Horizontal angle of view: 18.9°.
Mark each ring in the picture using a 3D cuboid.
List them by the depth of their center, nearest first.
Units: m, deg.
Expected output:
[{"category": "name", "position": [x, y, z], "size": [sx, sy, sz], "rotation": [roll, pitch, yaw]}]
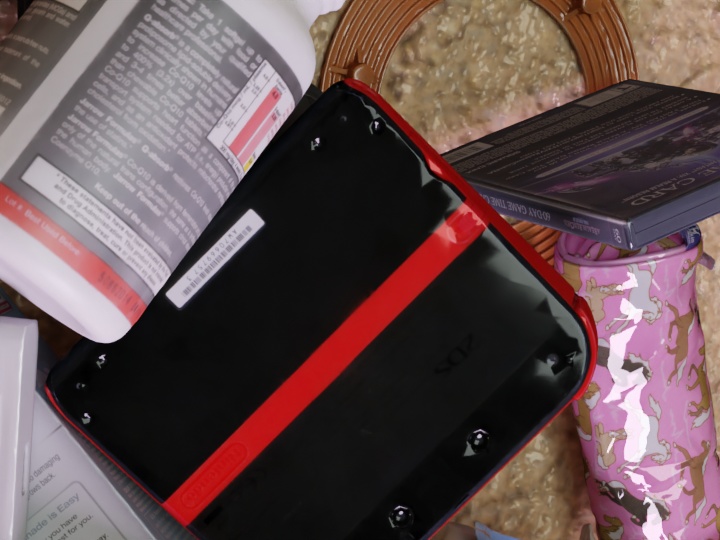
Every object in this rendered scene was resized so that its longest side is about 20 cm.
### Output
[{"category": "ring", "position": [0.070, -0.084, 1.160], "size": [0.200, 0.019, 0.201], "rotation": [-4, 100, -25]}]

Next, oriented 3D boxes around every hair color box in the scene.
[{"category": "hair color box", "position": [-0.156, 0.104, 0.995], "size": [0.099, 0.061, 0.200], "rotation": [-39, 92, 11]}]

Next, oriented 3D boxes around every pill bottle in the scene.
[{"category": "pill bottle", "position": [-0.091, -0.080, 0.916], "size": [0.116, 0.116, 0.200], "rotation": [41, 79, -26]}]

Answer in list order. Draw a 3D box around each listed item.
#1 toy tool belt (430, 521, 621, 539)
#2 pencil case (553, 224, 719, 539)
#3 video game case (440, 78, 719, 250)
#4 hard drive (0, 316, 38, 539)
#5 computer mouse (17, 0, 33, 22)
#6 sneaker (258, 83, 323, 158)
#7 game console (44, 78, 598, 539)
[{"category": "toy tool belt", "position": [0.104, 0.197, 1.138], "size": [0.199, 0.123, 0.125], "rotation": [23, 70, -16]}, {"category": "pencil case", "position": [0.159, 0.068, 1.189], "size": [0.086, 0.083, 0.201], "rotation": [-7, 108, 7]}, {"category": "video game case", "position": [0.134, -0.057, 1.074], "size": [0.142, 0.200, 0.019], "rotation": [-23, 110, -22]}, {"category": "hard drive", "position": [-0.245, 0.078, 0.960], "size": [0.199, 0.027, 0.133], "rotation": [6, 98, 7]}, {"category": "computer mouse", "position": [-0.118, -0.156, 0.972], "size": [0.139, 0.053, 0.200], "rotation": [-53, 157, -33]}, {"category": "sneaker", "position": [0.000, 0.000, 1.006], "size": [0.075, 0.079, 0.201], "rotation": [-29, 107, -19]}, {"category": "game console", "position": [-0.012, 0.043, 0.958], "size": [0.177, 0.031, 0.200], "rotation": [44, 96, -7]}]
